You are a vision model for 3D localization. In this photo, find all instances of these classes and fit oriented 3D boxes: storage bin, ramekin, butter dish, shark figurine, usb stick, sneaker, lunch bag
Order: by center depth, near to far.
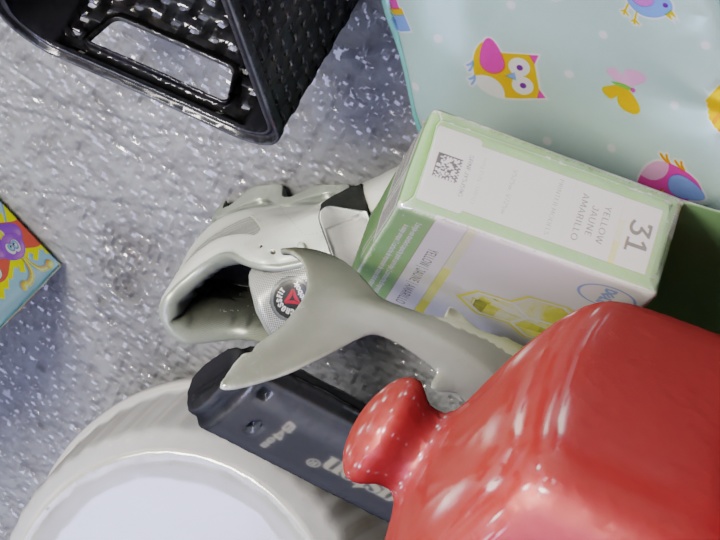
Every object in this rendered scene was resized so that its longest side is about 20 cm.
[{"bbox_3d":[0.062,0.091,1.065,0.148,0.200,0.200,31,123,-3],"label":"butter dish"},{"bbox_3d":[0.091,-0.115,1.132,0.160,0.077,0.201,4,124,28],"label":"lunch bag"},{"bbox_3d":[-0.079,-0.147,1.143,0.135,0.094,0.200,24,163,17],"label":"storage bin"},{"bbox_3d":[0.045,0.067,1.170,0.128,0.090,0.214,8,162,31],"label":"shark figurine"},{"bbox_3d":[0.000,0.000,1.267,0.200,0.089,0.074,-15,111,37],"label":"sneaker"},{"bbox_3d":[0.017,0.089,1.307,0.200,0.033,0.055,29,144,-22],"label":"usb stick"},{"bbox_3d":[-0.073,0.152,1.357,0.202,0.094,0.203,1,94,15],"label":"ramekin"}]

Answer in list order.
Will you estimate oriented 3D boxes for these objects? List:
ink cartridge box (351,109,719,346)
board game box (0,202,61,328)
[{"bbox_3d":[0.101,0.008,1.156,0.199,0.048,0.146,20,162,-4],"label":"ink cartridge box"},{"bbox_3d":[-0.259,-0.026,1.397,0.200,0.103,0.105,47,133,-6],"label":"board game box"}]
